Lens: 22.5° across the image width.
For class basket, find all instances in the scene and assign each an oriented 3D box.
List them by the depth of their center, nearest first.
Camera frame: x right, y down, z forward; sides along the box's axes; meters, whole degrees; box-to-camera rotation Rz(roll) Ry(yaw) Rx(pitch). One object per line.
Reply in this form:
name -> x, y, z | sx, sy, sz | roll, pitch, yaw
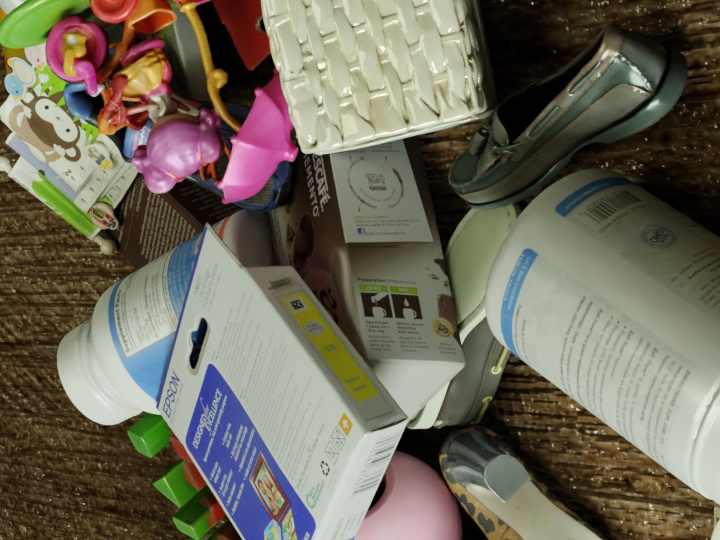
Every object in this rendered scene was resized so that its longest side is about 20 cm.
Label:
basket -> 0.005, -0.179, 1.173 | 0.123, 0.135, 0.201 | -63, -40, -79

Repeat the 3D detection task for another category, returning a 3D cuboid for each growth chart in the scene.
growth chart -> -0.229, -0.113, 1.452 | 0.144, 0.018, 0.200 | 34, 137, 2

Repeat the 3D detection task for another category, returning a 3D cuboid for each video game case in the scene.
video game case -> -0.157, -0.218, 1.422 | 0.182, 0.023, 0.201 | -144, 41, -70

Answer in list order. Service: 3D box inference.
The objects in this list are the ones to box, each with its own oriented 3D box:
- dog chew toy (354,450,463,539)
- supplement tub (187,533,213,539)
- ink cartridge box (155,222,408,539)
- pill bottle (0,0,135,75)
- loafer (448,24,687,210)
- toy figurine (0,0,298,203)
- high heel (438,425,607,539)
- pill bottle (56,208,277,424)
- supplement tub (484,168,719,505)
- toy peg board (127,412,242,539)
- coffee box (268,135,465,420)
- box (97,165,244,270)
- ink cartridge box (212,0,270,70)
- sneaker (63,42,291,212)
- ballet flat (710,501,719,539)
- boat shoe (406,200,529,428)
dog chew toy -> 0.031, 0.227, 1.352 | 0.124, 0.125, 0.200 | 23, 149, 45
supplement tub -> -0.109, 0.342, 1.568 | 0.145, 0.145, 0.201 | 8, 111, 50
ink cartridge box -> -0.061, 0.098, 1.250 | 0.200, 0.047, 0.198 | 54, 142, 31
pill bottle -> -0.240, -0.219, 1.470 | 0.111, 0.111, 0.200 | 55, 161, 20
loafer -> 0.116, -0.102, 1.144 | 0.200, 0.063, 0.072 | -29, 38, 47
toy figurine -> -0.127, -0.128, 1.243 | 0.199, 0.150, 0.185 | -28, 81, 9
high heel -> 0.128, 0.200, 1.302 | 0.200, 0.071, 0.143 | 59, 172, -10
pill bottle -> -0.132, 0.042, 1.377 | 0.200, 0.112, 0.113 | -29, 81, 30
supplement tub -> 0.183, 0.038, 1.081 | 0.200, 0.132, 0.132 | 39, 133, 36
toy peg board -> -0.078, 0.176, 1.443 | 0.199, 0.098, 0.201 | 16, 138, 47
coffee box -> 0.000, 0.000, 1.281 | 0.113, 0.080, 0.201 | 130, 136, -51
box -> -0.145, -0.040, 1.498 | 0.200, 0.075, 0.100 | 44, 137, 27
ink cartridge box -> -0.074, -0.262, 1.326 | 0.116, 0.067, 0.201 | -34, 78, 53
sneaker -> -0.136, -0.095, 1.324 | 0.200, 0.078, 0.076 | 28, 122, 22
ballet flat -> 0.239, 0.200, 1.134 | 0.070, 0.065, 0.201 | 20, 121, 46
boat shoe -> 0.086, 0.030, 1.261 | 0.072, 0.060, 0.202 | -110, 34, -45
